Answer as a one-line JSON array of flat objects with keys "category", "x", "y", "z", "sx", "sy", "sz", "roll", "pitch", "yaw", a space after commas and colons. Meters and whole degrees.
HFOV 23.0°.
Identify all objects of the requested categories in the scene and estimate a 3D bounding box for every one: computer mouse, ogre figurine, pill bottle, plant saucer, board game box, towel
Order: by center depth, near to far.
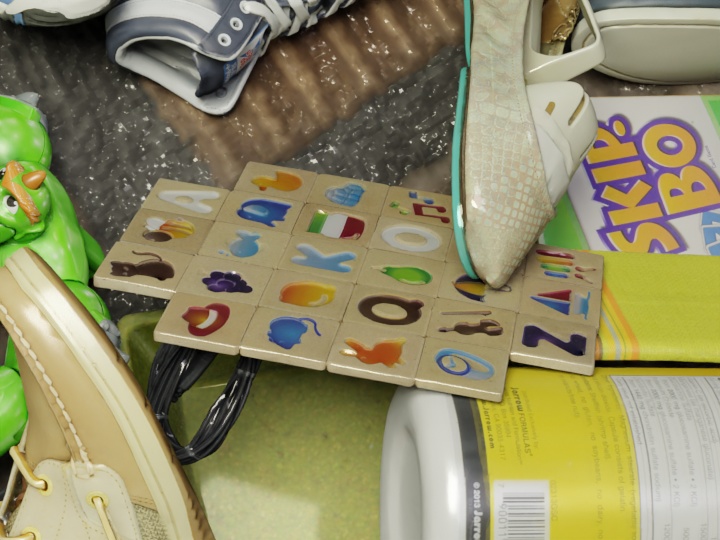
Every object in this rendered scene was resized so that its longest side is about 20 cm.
[{"category": "pill bottle", "x": 0.113, "y": 0.095, "z": 0.703, "sx": 0.199, "sy": 0.112, "sz": 0.112, "roll": 1, "pitch": 73, "yaw": -10}, {"category": "computer mouse", "x": -0.109, "y": 0.089, "z": 0.723, "sx": 0.200, "sy": 0.034, "sz": 0.059, "roll": -44, "pitch": 75, "yaw": 8}, {"category": "ogre figurine", "x": -0.173, "y": -0.002, "z": 0.743, "sx": 0.120, "sy": 0.098, "sz": 0.200, "roll": -22, "pitch": 45, "yaw": -3}, {"category": "towel", "x": 0.130, "y": 0.019, "z": 0.753, "sx": 0.199, "sy": 0.018, "sz": 0.086, "roll": 2, "pitch": 29, "yaw": -10}, {"category": "plant saucer", "x": 0.004, "y": 0.107, "z": 0.764, "sx": 0.199, "sy": 0.048, "sz": 0.201, "roll": -8, "pitch": 75, "yaw": -12}, {"category": "board game box", "x": 0.157, "y": -0.036, "z": 0.847, "sx": 0.199, "sy": 0.030, "sz": 0.096, "roll": -3, "pitch": 74, "yaw": -9}]

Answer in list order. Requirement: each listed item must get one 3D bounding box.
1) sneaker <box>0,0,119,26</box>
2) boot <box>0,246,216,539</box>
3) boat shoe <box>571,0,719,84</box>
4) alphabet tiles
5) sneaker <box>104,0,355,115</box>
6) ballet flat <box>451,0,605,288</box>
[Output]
[{"category": "sneaker", "x": -0.163, "y": -0.188, "z": 0.779, "sx": 0.076, "sy": 0.077, "sz": 0.200, "roll": -21, "pitch": 61, "yaw": -21}, {"category": "boot", "x": -0.136, "y": 0.106, "z": 0.651, "sx": 0.155, "sy": 0.073, "sz": 0.200, "roll": -26, "pitch": 114, "yaw": -9}, {"category": "boat shoe", "x": 0.193, "y": -0.131, "z": 0.854, "sx": 0.199, "sy": 0.075, "sz": 0.062, "roll": -4, "pitch": 76, "yaw": -13}, {"category": "alphabet tiles", "x": 0.000, "y": 0.000, "z": 0.730, "sx": 0.199, "sy": 0.006, "sz": 0.167, "roll": 10, "pitch": 28, "yaw": 5}, {"category": "sneaker", "x": -0.025, "y": -0.132, "z": 0.816, "sx": 0.199, "sy": 0.070, "sz": 0.109, "roll": -1, "pitch": 69, "yaw": -3}, {"category": "ballet flat", "x": 0.074, "y": -0.080, "z": 0.760, "sx": 0.062, "sy": 0.068, "sz": 0.200, "roll": -9, "pitch": 49, "yaw": 16}]
